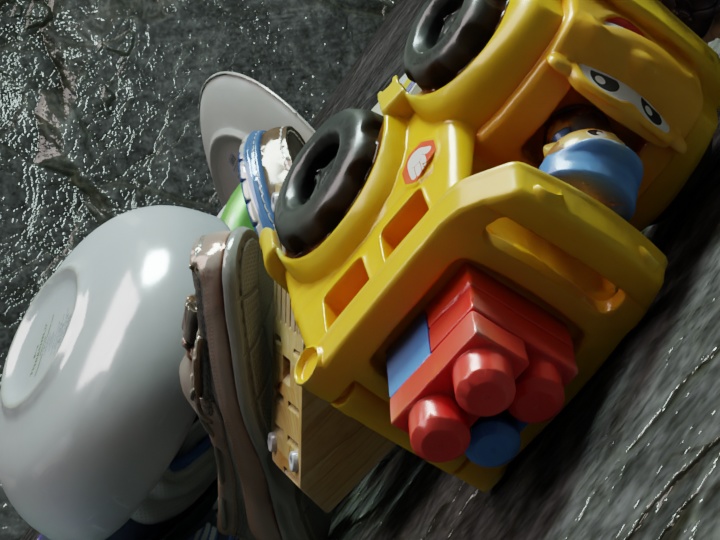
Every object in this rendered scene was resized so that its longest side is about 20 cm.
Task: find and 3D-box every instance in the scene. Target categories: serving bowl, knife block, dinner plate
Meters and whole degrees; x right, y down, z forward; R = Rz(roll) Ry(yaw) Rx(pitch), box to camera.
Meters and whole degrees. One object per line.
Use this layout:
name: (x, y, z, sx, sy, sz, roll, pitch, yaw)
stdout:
serving bowl: (-0.147, 0.048, 1.227, 0.200, 0.066, 0.200, -45, 30, 35)
knife block: (0.048, 0.007, 1.063, 0.064, 0.175, 0.200, -150, 60, -74)
dinner plate: (-0.048, -0.035, 1.431, 0.024, 0.200, 0.200, -33, -2, -23)

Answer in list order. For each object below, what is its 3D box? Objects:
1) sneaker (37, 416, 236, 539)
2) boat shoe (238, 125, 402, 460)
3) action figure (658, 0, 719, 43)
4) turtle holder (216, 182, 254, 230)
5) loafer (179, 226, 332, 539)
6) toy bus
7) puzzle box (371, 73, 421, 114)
sneaker: (-0.102, 0.123, 1.341, 0.146, 0.081, 0.200, -53, -18, 22)
boat shoe: (0.000, 0.000, 1.159, 0.072, 0.200, 0.072, -30, -27, 12)
action figure: (0.160, -0.144, 0.962, 0.200, 0.130, 0.069, -28, 65, 46)
turtle holder: (-0.020, 0.028, 1.279, 0.141, 0.186, 0.132, -11, -19, -24)
loafer: (-0.064, 0.066, 1.119, 0.072, 0.063, 0.200, -71, -26, -48)
toy bus: (0.060, -0.010, 0.909, 0.200, 0.136, 0.192, -50, 21, 21)
puzzle box: (0.013, -0.078, 1.450, 0.133, 0.025, 0.200, -56, 6, -21)
